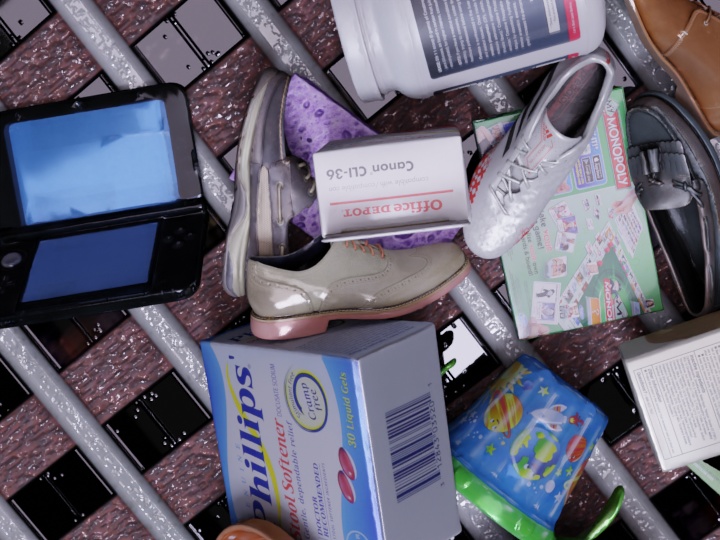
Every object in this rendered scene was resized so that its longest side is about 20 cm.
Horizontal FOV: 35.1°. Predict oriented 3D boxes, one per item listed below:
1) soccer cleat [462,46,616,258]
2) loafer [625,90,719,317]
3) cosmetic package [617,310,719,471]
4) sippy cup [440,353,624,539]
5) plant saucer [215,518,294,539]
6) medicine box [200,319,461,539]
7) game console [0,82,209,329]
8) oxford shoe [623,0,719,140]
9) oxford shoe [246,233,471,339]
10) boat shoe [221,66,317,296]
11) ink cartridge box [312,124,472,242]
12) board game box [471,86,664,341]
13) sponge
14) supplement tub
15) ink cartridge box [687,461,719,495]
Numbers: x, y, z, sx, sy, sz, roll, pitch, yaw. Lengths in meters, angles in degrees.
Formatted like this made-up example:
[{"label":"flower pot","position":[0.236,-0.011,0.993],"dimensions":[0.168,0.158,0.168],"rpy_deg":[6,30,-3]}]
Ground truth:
[{"label":"soccer cleat","position":[0.147,-0.097,0.946],"dimensions":[0.068,0.085,0.201],"rpy_deg":[32,100,-3]},{"label":"loafer","position":[0.272,-0.053,0.965],"dimensions":[0.063,0.072,0.201],"rpy_deg":[-40,110,-29]},{"label":"cosmetic package","position":[0.326,0.082,0.946],"dimensions":[0.198,0.071,0.106],"rpy_deg":[-18,95,10]},{"label":"sippy cup","position":[0.145,0.152,1.007],"dimensions":[0.177,0.140,0.131],"rpy_deg":[36,90,-32]},{"label":"plant saucer","position":[-0.063,0.306,0.961],"dimensions":[0.032,0.199,0.203],"rpy_deg":[-16,102,-36]},{"label":"medicine box","position":[-0.027,0.140,0.972],"dimensions":[0.199,0.102,0.184],"rpy_deg":[1,104,45]},{"label":"game console","position":[-0.242,-0.057,0.993],"dimensions":[0.198,0.177,0.117],"rpy_deg":[-9,129,5]},{"label":"oxford shoe","position":[0.269,-0.198,0.930],"dimensions":[0.071,0.072,0.200],"rpy_deg":[-21,125,34]},{"label":"oxford shoe","position":[0.000,0.000,0.957],"dimensions":[0.198,0.071,0.075],"rpy_deg":[-15,111,-17]},{"label":"boat shoe","position":[-0.073,-0.072,0.977],"dimensions":[0.072,0.075,0.202],"rpy_deg":[8,110,-7]},{"label":"ink cartridge box","position":[0.026,-0.072,0.898],"dimensions":[0.115,0.200,0.068],"rpy_deg":[-7,100,4]},{"label":"board game box","position":[0.184,-0.049,1.011],"dimensions":[0.133,0.029,0.202],"rpy_deg":[-12,100,4]},{"label":"sponge","position":[-0.008,-0.072,1.017],"dimensions":[0.199,0.030,0.112],"rpy_deg":[35,101,-4]},{"label":"supplement tub","position":[0.082,-0.217,0.896],"dimensions":[0.198,0.140,0.142],"rpy_deg":[-14,100,7]},{"label":"ink cartridge box","position":[0.371,0.117,1.015],"dimensions":[0.104,0.059,0.200],"rpy_deg":[40,100,-5]}]
